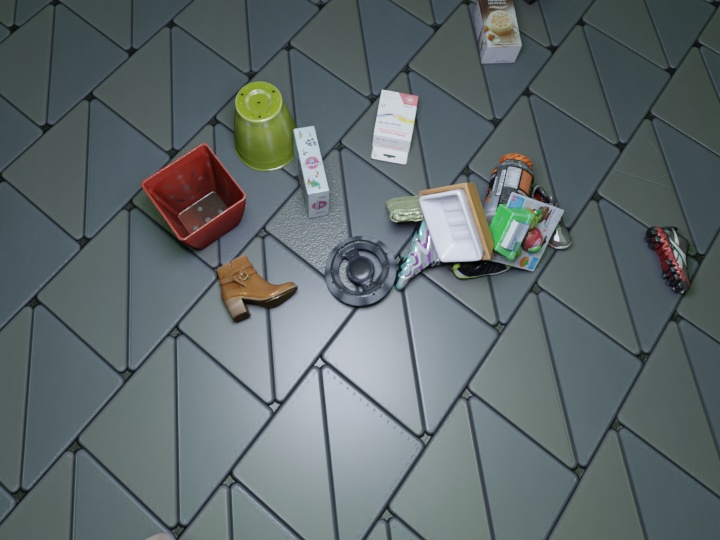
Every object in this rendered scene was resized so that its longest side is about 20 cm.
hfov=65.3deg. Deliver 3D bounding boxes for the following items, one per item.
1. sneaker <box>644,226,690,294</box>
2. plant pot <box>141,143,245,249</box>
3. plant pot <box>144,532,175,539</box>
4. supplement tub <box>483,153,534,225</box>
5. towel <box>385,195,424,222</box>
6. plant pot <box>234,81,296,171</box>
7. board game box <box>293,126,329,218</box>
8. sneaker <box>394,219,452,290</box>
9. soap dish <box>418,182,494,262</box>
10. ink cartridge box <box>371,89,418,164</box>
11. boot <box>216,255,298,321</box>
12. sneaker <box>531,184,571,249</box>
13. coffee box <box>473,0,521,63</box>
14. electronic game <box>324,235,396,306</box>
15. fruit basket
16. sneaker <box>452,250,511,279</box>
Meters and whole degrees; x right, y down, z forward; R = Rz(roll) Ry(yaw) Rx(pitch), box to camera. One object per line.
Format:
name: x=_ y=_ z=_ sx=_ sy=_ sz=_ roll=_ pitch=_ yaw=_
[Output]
sneaker: x=0.874 y=-0.037 z=1.556 sx=0.096 sy=0.071 sz=0.204 roll=-13 pitch=70 yaw=-4
plant pot: x=-0.426 y=-0.172 z=1.498 sx=0.199 sy=0.177 sz=0.201 roll=-36 pitch=75 yaw=-15
plant pot: x=-0.429 y=0.677 z=1.201 sx=0.198 sy=0.201 sz=0.174 roll=-34 pitch=59 yaw=-13
supplement tub: x=0.416 y=-0.215 z=1.575 sx=0.120 sy=0.123 sz=0.203 roll=18 pitch=70 yaw=4
towel: x=0.170 y=-0.178 z=1.554 sx=0.196 sy=0.149 sz=0.037 roll=-7 pitch=114 yaw=-2
plant pot: x=-0.274 y=-0.418 z=1.583 sx=0.196 sy=0.193 sz=0.204 roll=1 pitch=70 yaw=-2
board game box: x=-0.138 y=-0.270 z=1.561 sx=0.063 sy=0.148 sz=0.204 roll=-11 pitch=71 yaw=-9
sneaker: x=0.184 y=-0.020 z=1.523 sx=0.138 sy=0.078 sz=0.203 roll=25 pitch=91 yaw=-12
soap dish: x=0.246 y=-0.123 z=1.424 sx=0.081 sy=0.156 sz=0.203 roll=-33 pitch=109 yaw=-36
ink cartridge box: x=0.101 y=-0.425 z=1.666 sx=0.114 sy=0.068 sz=0.204 roll=9 pitch=70 yaw=1
boot: x=-0.277 y=0.027 z=1.490 sx=0.197 sy=0.074 sz=0.157 roll=-20 pitch=68 yaw=-12
sneaker: x=0.528 y=-0.153 z=1.578 sx=0.076 sy=0.082 sz=0.202 roll=-27 pitch=73 yaw=-11
coffee box: x=0.436 y=-0.771 z=1.797 sx=0.112 sy=0.080 sz=0.204 roll=-3 pitch=70 yaw=-4
electronic game: x=0.000 y=0.000 z=1.524 sx=0.196 sy=0.042 sz=0.204 roll=-2 pitch=69 yaw=5
fruit basket: x=0.429 y=-0.092 z=1.469 sx=0.197 sy=0.094 sz=0.188 roll=14 pitch=110 yaw=-25
sneaker: x=0.344 y=-0.025 z=1.525 sx=0.197 sy=0.083 sz=0.073 roll=-19 pitch=72 yaw=-9
